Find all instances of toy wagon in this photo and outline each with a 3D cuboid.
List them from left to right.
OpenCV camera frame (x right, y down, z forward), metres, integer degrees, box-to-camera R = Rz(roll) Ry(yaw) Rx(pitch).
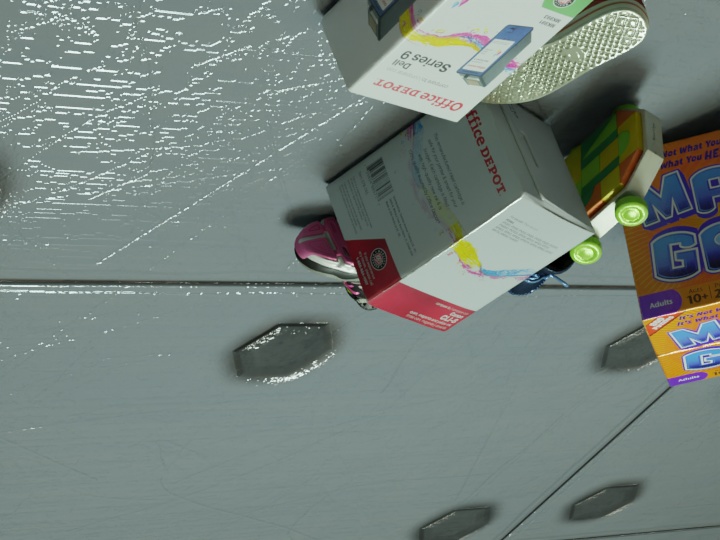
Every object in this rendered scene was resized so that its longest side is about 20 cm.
[{"bbox_3d":[0.234,-0.077,1.716,0.040,0.155,0.200,30,130,-20],"label":"toy wagon"}]

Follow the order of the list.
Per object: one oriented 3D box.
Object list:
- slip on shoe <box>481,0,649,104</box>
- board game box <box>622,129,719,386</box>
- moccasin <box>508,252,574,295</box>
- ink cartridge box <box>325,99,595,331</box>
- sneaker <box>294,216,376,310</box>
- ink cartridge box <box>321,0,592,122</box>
[{"bbox_3d":[0.172,-0.209,1.544,0.200,0.061,0.074,-22,131,28],"label":"slip on shoe"},{"bbox_3d":[0.400,-0.018,1.829,0.200,0.200,0.200,-14,152,13],"label":"board game box"},{"bbox_3d":[0.203,-0.023,1.868,0.080,0.068,0.200,-10,150,-18],"label":"moccasin"},{"bbox_3d":[0.099,-0.061,1.662,0.200,0.145,0.145,-34,147,25],"label":"ink cartridge box"},{"bbox_3d":[0.000,0.000,1.776,0.200,0.074,0.087,5,137,-45],"label":"sneaker"},{"bbox_3d":[0.087,-0.228,1.434,0.145,0.088,0.200,12,140,-44],"label":"ink cartridge box"}]
